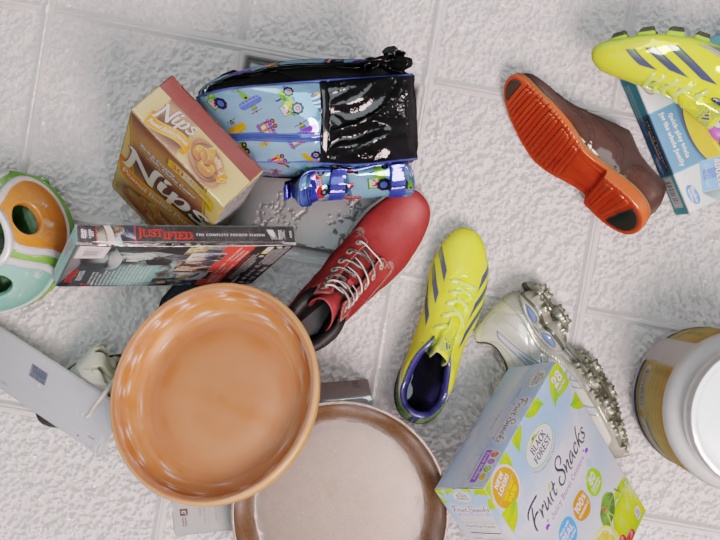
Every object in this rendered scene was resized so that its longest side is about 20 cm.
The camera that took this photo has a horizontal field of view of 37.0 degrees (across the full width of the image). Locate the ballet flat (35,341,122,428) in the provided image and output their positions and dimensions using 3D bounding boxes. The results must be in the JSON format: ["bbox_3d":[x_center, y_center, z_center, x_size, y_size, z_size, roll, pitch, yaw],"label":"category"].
[{"bbox_3d":[-0.233,0.099,1.070,0.197,0.069,0.069,-15,47,-5],"label":"ballet flat"}]

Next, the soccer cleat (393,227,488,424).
[{"bbox_3d":[0.086,0.057,1.071,0.064,0.084,0.203,18,91,-1],"label":"soccer cleat"}]

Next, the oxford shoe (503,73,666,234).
[{"bbox_3d":[0.226,-0.129,1.089,0.200,0.071,0.072,48,62,1],"label":"oxford shoe"}]

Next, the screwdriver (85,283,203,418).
[{"bbox_3d":[-0.205,0.065,1.031,0.028,0.201,0.029,30,135,3],"label":"screwdriver"}]

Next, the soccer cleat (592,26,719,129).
[{"bbox_3d":[0.319,-0.181,1.027,0.197,0.065,0.085,8,92,-1],"label":"soccer cleat"}]

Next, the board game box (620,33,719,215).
[{"bbox_3d":[0.387,-0.167,1.091,0.198,0.047,0.153,-24,92,0],"label":"board game box"}]

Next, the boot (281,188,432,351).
[{"bbox_3d":[0.000,0.000,1.038,0.072,0.144,0.200,42,90,-2],"label":"boot"}]

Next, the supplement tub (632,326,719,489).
[{"bbox_3d":[0.346,0.129,1.017,0.142,0.200,0.147,0,89,2],"label":"supplement tub"}]

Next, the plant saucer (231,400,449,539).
[{"bbox_3d":[-0.018,0.218,0.982,0.197,0.032,0.204,0,93,-1],"label":"plant saucer"}]

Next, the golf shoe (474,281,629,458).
[{"bbox_3d":[0.195,0.114,1.093,0.097,0.078,0.201,-34,89,20],"label":"golf shoe"}]

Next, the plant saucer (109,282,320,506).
[{"bbox_3d":[-0.128,0.112,0.968,0.197,0.038,0.203,-5,69,12],"label":"plant saucer"}]

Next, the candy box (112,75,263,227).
[{"bbox_3d":[-0.167,-0.086,1.002,0.115,0.200,0.055,45,68,-2],"label":"candy box"}]

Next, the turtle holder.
[{"bbox_3d":[-0.374,-0.028,1.033,0.182,0.132,0.143,3,92,-2],"label":"turtle holder"}]

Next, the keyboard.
[{"bbox_3d":[-0.317,0.109,1.056,0.198,0.011,0.057,28,101,21],"label":"keyboard"}]

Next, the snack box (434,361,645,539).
[{"bbox_3d":[0.176,0.218,1.017,0.201,0.067,0.169,55,49,-19],"label":"snack box"}]

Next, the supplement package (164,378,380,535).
[{"bbox_3d":[-0.082,0.179,1.053,0.197,0.117,0.119,-5,91,-2],"label":"supplement package"}]

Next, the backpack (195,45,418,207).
[{"bbox_3d":[-0.052,-0.132,1.012,0.197,0.183,0.137,-6,98,-7],"label":"backpack"}]

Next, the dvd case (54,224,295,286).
[{"bbox_3d":[-0.175,-0.013,0.998,0.197,0.146,0.022,-2,76,-23],"label":"dvd case"}]
